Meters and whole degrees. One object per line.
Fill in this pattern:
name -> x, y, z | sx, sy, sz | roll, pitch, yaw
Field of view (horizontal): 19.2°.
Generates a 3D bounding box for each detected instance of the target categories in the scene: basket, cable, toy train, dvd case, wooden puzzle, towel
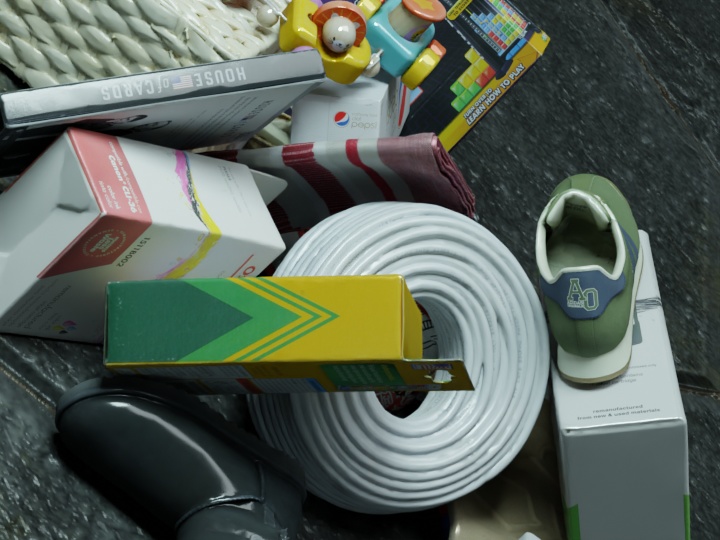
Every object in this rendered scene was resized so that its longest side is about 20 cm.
basket -> -0.153, -0.168, 1.456 | 0.200, 0.136, 0.123 | 38, 32, 6
cable -> 0.026, 0.058, 1.356 | 0.200, 0.200, 0.069 | 50, -20, -24
toy train -> -0.017, -0.194, 1.437 | 0.199, 0.056, 0.151 | 4, 52, -43
dvd case -> -0.137, -0.092, 1.286 | 0.199, 0.150, 0.025 | -11, 84, -24
wooden puzzle -> 0.114, 0.164, 1.493 | 0.185, 0.046, 0.201 | 31, 32, -27
towel -> -0.032, -0.053, 1.401 | 0.144, 0.198, 0.023 | 47, 41, -69

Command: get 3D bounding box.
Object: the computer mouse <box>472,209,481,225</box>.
computer mouse -> 0.007, -0.050, 1.531 | 0.199, 0.044, 0.110 | 22, -8, 17

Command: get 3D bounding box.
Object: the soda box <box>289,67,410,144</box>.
soda box -> -0.004, -0.120, 1.528 | 0.063, 0.069, 0.200 | 6, 21, 6

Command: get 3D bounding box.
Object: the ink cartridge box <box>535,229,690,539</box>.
ink cartridge box -> 0.171, 0.091, 1.454 | 0.201, 0.083, 0.146 | -91, 174, -52

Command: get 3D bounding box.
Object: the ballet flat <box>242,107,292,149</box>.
ballet flat -> -0.091, -0.124, 1.584 | 0.199, 0.065, 0.071 | 33, 29, -24

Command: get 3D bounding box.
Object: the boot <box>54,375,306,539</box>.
boot -> -0.094, 0.165, 1.159 | 0.164, 0.066, 0.201 | 24, 39, -24

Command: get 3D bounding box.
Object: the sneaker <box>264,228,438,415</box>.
sneaker -> 0.001, 0.001, 1.485 | 0.067, 0.108, 0.202 | 14, 39, -48

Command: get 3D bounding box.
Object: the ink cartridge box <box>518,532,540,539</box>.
ink cartridge box -> 0.069, 0.261, 1.152 | 0.086, 0.147, 0.200 | 37, 26, -12

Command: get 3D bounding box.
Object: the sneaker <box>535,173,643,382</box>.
sneaker -> 0.150, -0.023, 1.408 | 0.201, 0.067, 0.090 | -84, 165, -52

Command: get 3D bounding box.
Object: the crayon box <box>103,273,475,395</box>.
crayon box -> -0.036, 0.038, 1.221 | 0.126, 0.198, 0.052 | 61, 29, -78

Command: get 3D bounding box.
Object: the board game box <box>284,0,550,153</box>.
board game box -> 0.020, -0.160, 1.648 | 0.165, 0.200, 0.057 | 42, 23, -5

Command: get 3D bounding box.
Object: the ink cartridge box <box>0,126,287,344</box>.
ink cartridge box -> -0.130, -0.012, 1.293 | 0.199, 0.116, 0.068 | 9, 47, -51
